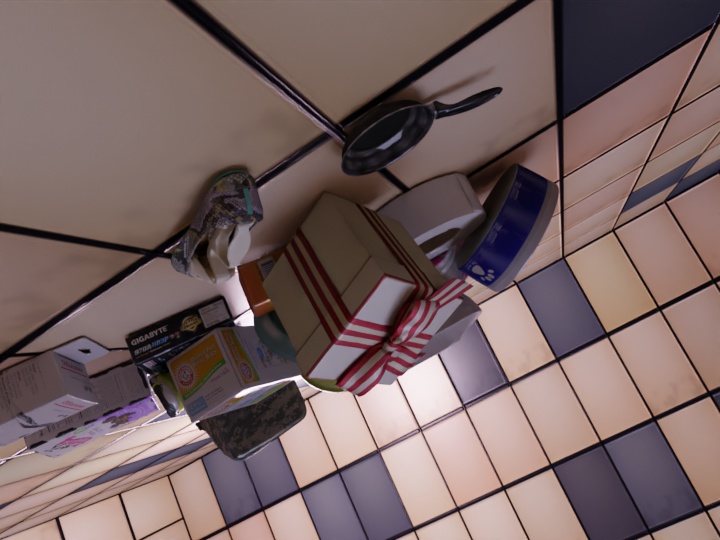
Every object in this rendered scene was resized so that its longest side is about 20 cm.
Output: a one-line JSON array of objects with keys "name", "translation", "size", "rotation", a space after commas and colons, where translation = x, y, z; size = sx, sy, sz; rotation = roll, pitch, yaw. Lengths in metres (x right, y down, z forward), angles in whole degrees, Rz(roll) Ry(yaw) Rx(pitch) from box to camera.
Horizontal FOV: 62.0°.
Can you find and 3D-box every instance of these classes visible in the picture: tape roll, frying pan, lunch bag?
[{"name": "tape roll", "translation": [0.101, -0.071, 0.965], "size": [0.199, 0.072, 0.203], "rotation": [-25, 166, -6]}, {"name": "frying pan", "translation": [0.056, -0.161, 0.625], "size": [0.188, 0.031, 0.115], "rotation": [-34, 166, 13]}, {"name": "lunch bag", "translation": [-0.238, 0.284, 1.254], "size": [0.198, 0.141, 0.167], "rotation": [-31, -167, -28]}]

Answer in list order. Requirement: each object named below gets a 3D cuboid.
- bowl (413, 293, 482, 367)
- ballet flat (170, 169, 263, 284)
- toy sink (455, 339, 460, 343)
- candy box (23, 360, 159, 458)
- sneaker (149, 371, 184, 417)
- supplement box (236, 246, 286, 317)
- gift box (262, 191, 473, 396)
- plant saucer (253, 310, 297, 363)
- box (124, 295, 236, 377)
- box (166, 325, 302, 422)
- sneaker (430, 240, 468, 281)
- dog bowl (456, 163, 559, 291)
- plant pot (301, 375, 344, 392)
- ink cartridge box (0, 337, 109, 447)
[{"name": "bowl", "translation": [0.107, 0.115, 1.098], "size": [0.197, 0.075, 0.201], "rotation": [-26, 160, -20]}, {"name": "ballet flat", "translation": [-0.155, -0.025, 0.642], "size": [0.071, 0.073, 0.200], "rotation": [-17, 163, -36]}, {"name": "toy sink", "translation": [0.124, 0.086, 1.315], "size": [0.129, 0.203, 0.112], "rotation": [-26, 167, 5]}, {"name": "candy box", "translation": [-0.459, 0.241, 1.034], "size": [0.197, 0.072, 0.168], "rotation": [-23, 166, -20]}, {"name": "sneaker", "translation": [-0.289, 0.188, 0.993], "size": [0.076, 0.076, 0.200], "rotation": [-31, 179, -6]}, {"name": "supplement box", "translation": [-0.077, -0.006, 0.874], "size": [0.197, 0.070, 0.067], "rotation": [-22, 167, -14]}, {"name": "gift box", "translation": [0.017, 0.033, 0.768], "size": [0.198, 0.188, 0.186], "rotation": [11, 124, -42]}, {"name": "plant saucer", "translation": [-0.065, 0.058, 0.911], "size": [0.197, 0.200, 0.028], "rotation": [-21, 137, -24]}, {"name": "box", "translation": [-0.279, 0.117, 0.981], "size": [0.157, 0.047, 0.200], "rotation": [-24, 167, -13]}, {"name": "box", "translation": [-0.199, 0.160, 0.973], "size": [0.111, 0.103, 0.199], "rotation": [-32, 167, 15]}, {"name": "sneaker", "translation": [0.171, -0.023, 1.142], "size": [0.081, 0.089, 0.201], "rotation": [-26, -162, 31]}, {"name": "dog bowl", "translation": [0.241, -0.071, 0.997], "size": [0.203, 0.078, 0.200], "rotation": [-62, 180, 1]}, {"name": "plant pot", "translation": [-0.056, 0.111, 1.135], "size": [0.197, 0.203, 0.185], "rotation": [-26, 156, -4]}, {"name": "ink cartridge box", "translation": [-0.443, 0.172, 0.816], "size": [0.197, 0.068, 0.116], "rotation": [-25, 166, -11]}]
